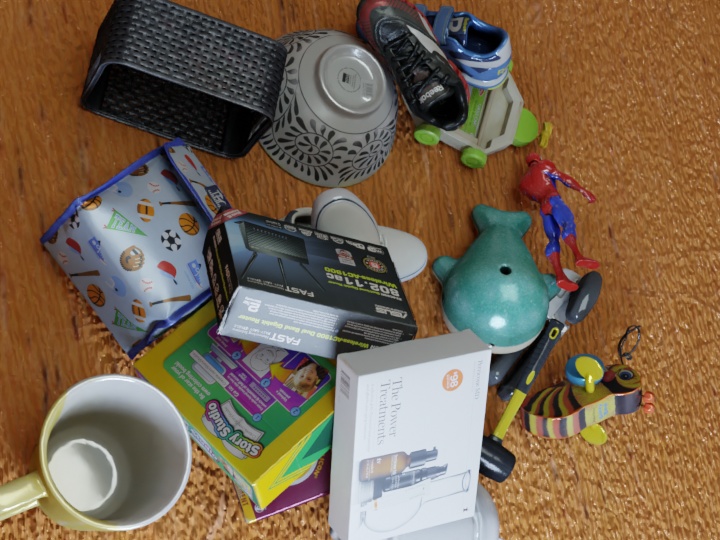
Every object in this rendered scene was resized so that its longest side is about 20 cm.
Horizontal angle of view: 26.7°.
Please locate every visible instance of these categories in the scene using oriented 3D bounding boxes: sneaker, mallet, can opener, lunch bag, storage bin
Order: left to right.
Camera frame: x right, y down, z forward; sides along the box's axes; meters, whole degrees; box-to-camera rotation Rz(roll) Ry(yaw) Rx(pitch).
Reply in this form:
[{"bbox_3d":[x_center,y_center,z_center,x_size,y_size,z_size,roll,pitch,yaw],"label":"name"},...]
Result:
[{"bbox_3d":[-0.208,-0.036,1.628,0.171,0.124,0.200,54,46,-1],"label":"lunch bag"},{"bbox_3d":[-0.195,-0.214,1.677,0.198,0.135,0.095,18,67,-18],"label":"storage bin"},{"bbox_3d":[-0.007,-0.027,1.740,0.198,0.071,0.074,5,71,-25],"label":"sneaker"},{"bbox_3d":[0.000,0.000,1.668,0.072,0.071,0.201,-23,128,-2],"label":"sneaker"},{"bbox_3d":[0.067,-0.240,1.764,0.201,0.071,0.098,51,15,-28],"label":"sneaker"},{"bbox_3d":[0.093,-0.287,1.842,0.198,0.082,0.075,14,67,-3],"label":"sneaker"},{"bbox_3d":[0.175,0.144,1.766,0.065,0.041,0.202,23,87,-12],"label":"mallet"},{"bbox_3d":[0.224,0.070,1.833,0.053,0.067,0.200,44,60,-6],"label":"can opener"}]

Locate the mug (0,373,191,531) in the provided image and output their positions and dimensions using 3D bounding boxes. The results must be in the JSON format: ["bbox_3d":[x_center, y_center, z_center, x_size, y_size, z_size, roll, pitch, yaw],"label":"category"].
[{"bbox_3d":[-0.277,0.188,1.497,0.185,0.153,0.151,14,68,-21],"label":"mug"}]

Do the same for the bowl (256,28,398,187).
[{"bbox_3d":[-0.027,-0.207,1.785,0.199,0.094,0.203,8,71,-23],"label":"bowl"}]

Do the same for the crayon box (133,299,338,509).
[{"bbox_3d":[-0.104,0.115,1.557,0.172,0.058,0.200,-40,59,-16],"label":"crayon box"}]

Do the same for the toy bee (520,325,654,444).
[{"bbox_3d":[0.292,0.142,1.807,0.200,0.108,0.131,-47,135,-9],"label":"toy bee"}]

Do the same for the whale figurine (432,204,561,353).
[{"bbox_3d":[0.165,-0.003,1.801,0.157,0.104,0.202,11,57,0],"label":"whale figurine"}]

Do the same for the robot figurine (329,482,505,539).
[{"bbox_3d":[0.068,0.281,1.661,0.198,0.113,0.171,2,46,-25],"label":"robot figurine"}]

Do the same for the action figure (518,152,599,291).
[{"bbox_3d":[0.254,-0.064,1.856,0.098,0.065,0.201,15,43,-36],"label":"action figure"}]

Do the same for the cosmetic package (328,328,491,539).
[{"bbox_3d":[0.048,0.168,1.520,0.150,0.052,0.202,-11,120,-26],"label":"cosmetic package"}]

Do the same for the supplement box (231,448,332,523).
[{"bbox_3d":[-0.045,0.182,1.611,0.198,0.086,0.111,-20,83,-4],"label":"supplement box"}]

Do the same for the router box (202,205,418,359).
[{"bbox_3d":[-0.054,0.018,1.534,0.198,0.062,0.150,13,30,-22],"label":"router box"}]

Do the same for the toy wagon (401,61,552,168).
[{"bbox_3d":[0.148,-0.204,1.902,0.199,0.040,0.156,26,64,-17],"label":"toy wagon"}]
